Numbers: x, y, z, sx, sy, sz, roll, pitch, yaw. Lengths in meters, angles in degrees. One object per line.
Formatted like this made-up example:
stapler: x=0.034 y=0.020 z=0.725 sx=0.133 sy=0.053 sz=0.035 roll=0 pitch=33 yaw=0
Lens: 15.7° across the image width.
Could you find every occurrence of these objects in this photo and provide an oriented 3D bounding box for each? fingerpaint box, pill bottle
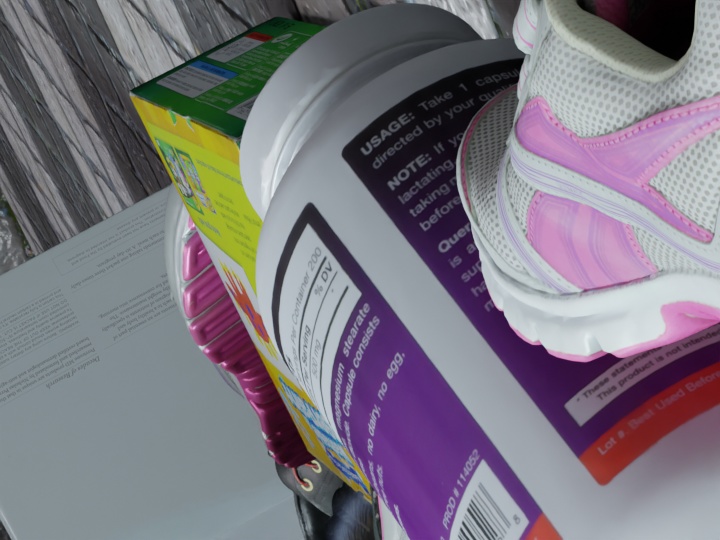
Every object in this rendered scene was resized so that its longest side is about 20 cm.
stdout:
fingerpaint box: x=0.000 y=0.000 z=0.942 sx=0.167 sy=0.073 sz=0.200 roll=64 pitch=170 yaw=-13
pill bottle: x=0.047 y=0.019 z=0.637 sx=0.200 sy=0.112 sz=0.112 roll=53 pitch=168 yaw=41

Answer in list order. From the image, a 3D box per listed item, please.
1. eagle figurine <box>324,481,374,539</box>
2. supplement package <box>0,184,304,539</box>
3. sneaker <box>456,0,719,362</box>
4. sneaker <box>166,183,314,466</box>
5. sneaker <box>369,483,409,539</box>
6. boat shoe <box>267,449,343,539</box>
eagle figurine: x=0.042 y=0.183 z=1.190 sx=0.200 sy=0.151 sz=0.152 roll=-73 pitch=6 yaw=-62
supplement package: x=-0.129 y=0.091 z=1.519 sx=0.200 sy=0.191 sz=0.147 roll=59 pitch=171 yaw=17
sneaker: x=0.069 y=-0.034 z=0.503 sx=0.088 sy=0.081 sz=0.200 roll=67 pitch=163 yaw=-12
sneaker: x=-0.049 y=0.002 z=1.137 sx=0.088 sy=0.081 sz=0.200 roll=52 pitch=166 yaw=34
sneaker: x=0.032 y=0.042 z=0.816 sx=0.086 sy=0.080 sz=0.200 roll=47 pitch=138 yaw=49
boat shoe: x=-0.010 y=0.093 z=1.304 sx=0.074 sy=0.063 sz=0.201 roll=58 pitch=169 yaw=30
